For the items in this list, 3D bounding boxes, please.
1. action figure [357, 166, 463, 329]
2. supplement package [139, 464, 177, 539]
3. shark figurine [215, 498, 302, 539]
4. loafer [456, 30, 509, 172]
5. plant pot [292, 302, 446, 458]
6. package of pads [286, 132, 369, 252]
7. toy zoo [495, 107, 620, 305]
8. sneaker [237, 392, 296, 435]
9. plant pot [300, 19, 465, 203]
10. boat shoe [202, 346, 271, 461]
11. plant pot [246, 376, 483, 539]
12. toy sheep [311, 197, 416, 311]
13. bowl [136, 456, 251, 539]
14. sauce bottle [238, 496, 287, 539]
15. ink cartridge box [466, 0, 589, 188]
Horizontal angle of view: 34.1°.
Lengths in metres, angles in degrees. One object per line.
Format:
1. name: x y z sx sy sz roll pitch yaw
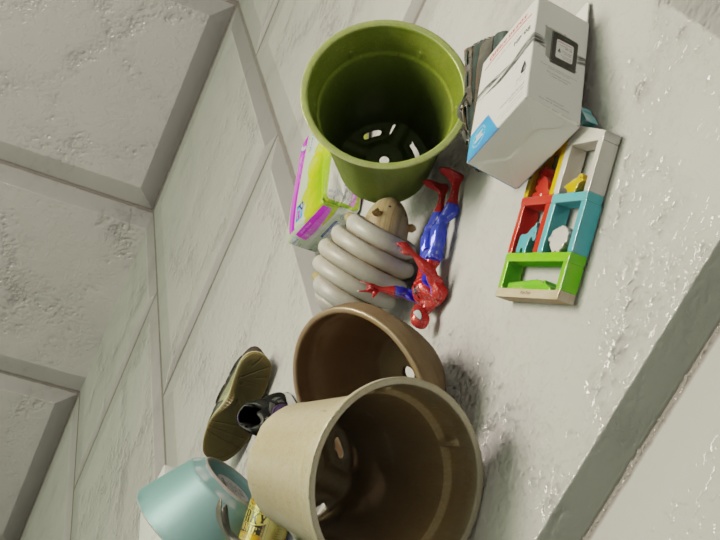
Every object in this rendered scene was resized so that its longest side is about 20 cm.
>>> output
1. action figure: 0.061 -0.030 1.391 0.065 0.099 0.200 142 139 -59
2. supplement package: -0.279 0.428 1.859 0.200 0.117 0.117 -101 34 -53
3. shark figurine: -0.080 0.337 1.429 0.214 0.089 0.128 -6 82 23
4. loafer: 0.139 -0.186 1.331 0.063 0.072 0.200 -8 50 27
5. plant pot: 0.027 0.126 1.284 0.201 0.093 0.201 15 113 40
6. package of pads: -0.049 -0.150 1.828 0.155 0.068 0.200 -43 35 54
7. toy zoo: 0.197 -0.065 1.162 0.131 0.020 0.200 -1 72 70
8. sneaker: -0.142 0.210 1.728 0.200 0.088 0.076 2 75 70
9. plant pot: 0.030 -0.176 1.460 0.190 0.200 0.200 88 -168 -70
10. boat shoe: -0.199 0.216 1.915 0.066 0.072 0.201 -103 35 -73
11. plant pot: -0.013 0.201 1.168 0.183 0.200 0.201 -3 69 56
12. toy sheep: 0.000 0.000 1.475 0.200 0.138 0.138 -65 20 6
13. bowl: -0.210 0.344 1.685 0.105 0.201 0.201 -49 22 2
14. sauce bottle: -0.123 0.325 1.609 0.065 0.065 0.200 1 74 70
15. ink cartridge box: 0.177 -0.199 1.229 0.116 0.067 0.200 -49 21 47
